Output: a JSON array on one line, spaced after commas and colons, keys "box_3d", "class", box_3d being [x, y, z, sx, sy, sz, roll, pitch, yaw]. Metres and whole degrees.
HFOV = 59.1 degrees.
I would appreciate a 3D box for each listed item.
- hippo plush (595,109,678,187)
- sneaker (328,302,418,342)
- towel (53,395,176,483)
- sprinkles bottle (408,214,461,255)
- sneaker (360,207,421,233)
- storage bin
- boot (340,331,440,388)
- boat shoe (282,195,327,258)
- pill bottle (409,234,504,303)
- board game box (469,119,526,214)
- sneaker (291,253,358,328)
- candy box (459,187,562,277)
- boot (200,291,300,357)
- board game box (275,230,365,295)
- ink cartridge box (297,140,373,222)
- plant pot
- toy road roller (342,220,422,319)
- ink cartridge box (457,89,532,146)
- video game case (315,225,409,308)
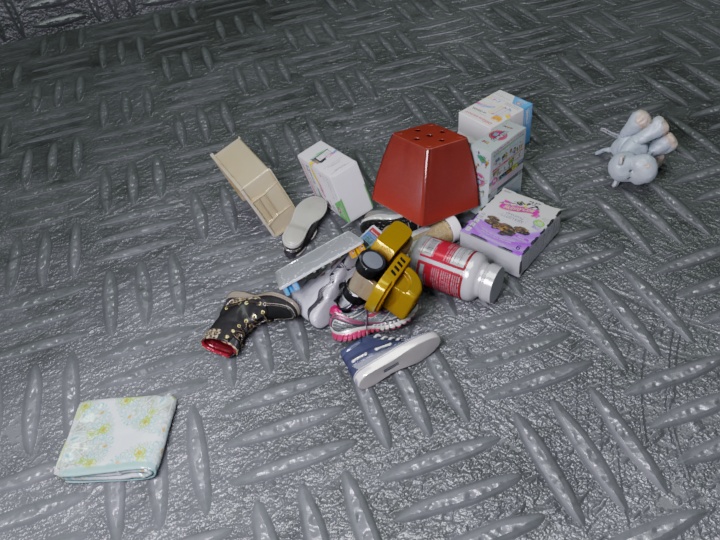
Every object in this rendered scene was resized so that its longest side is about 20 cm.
[{"box_3d": [0.704, -0.310, 1.641, 0.198, 0.160, 0.161, 17, 47, 23], "class": "hippo plush"}, {"box_3d": [0.030, 0.091, 1.356, 0.198, 0.075, 0.081, -17, 14, -11], "class": "sneaker"}, {"box_3d": [-0.469, 0.321, 1.224, 0.198, 0.048, 0.172, -4, 44, 4], "class": "towel"}, {"box_3d": [0.147, -0.069, 1.531, 0.199, 0.069, 0.068, -25, 46, -17], "class": "sprinkles bottle"}, {"box_3d": [0.100, -0.129, 1.601, 0.198, 0.074, 0.080, 1, 39, 9], "class": "sneaker"}, {"box_3d": [-0.271, -0.216, 1.656, 0.093, 0.199, 0.200, -38, 49, -7], "class": "storage bin"}, {"box_3d": [0.060, 0.157, 1.301, 0.199, 0.073, 0.091, -24, 51, -16], "class": "boot"}, {"box_3d": [-0.142, -0.112, 1.623, 0.073, 0.061, 0.201, 18, 49, 6], "class": "boat shoe"}, {"box_3d": [0.214, 0.000, 1.417, 0.199, 0.113, 0.112, 21, 50, 27], "class": "pill bottle"}, {"box_3d": [0.344, -0.253, 1.601, 0.147, 0.201, 0.064, -37, 51, -28], "class": "board game box"}, {"box_3d": [-0.084, 0.026, 1.430, 0.114, 0.075, 0.201, 19, 69, 35], "class": "sneaker"}, {"box_3d": [0.361, -0.096, 1.527, 0.167, 0.072, 0.200, 27, 53, 31], "class": "candy box"}, {"box_3d": [-0.241, 0.117, 1.380, 0.198, 0.074, 0.151, 6, 44, 26], "class": "boot"}, {"box_3d": [-0.091, -0.019, 1.395, 0.199, 0.026, 0.200, -30, 13, -4], "class": "board game box"}, {"box_3d": [-0.067, -0.234, 1.652, 0.084, 0.146, 0.200, -33, 38, -13], "class": "ink cartridge box"}, {"box_3d": [0.163, -0.249, 1.556, 0.199, 0.178, 0.200, -21, 37, -32], "class": "plant pot"}, {"box_3d": [0.068, 0.010, 1.321, 0.145, 0.123, 0.200, 34, 47, 7], "class": "toy road roller"}, {"box_3d": [0.373, -0.403, 1.809, 0.199, 0.126, 0.128, -32, 49, -25], "class": "ink cartridge box"}, {"box_3d": [0.000, 0.000, 1.465, 0.200, 0.017, 0.143, -43, 50, -4], "class": "video game case"}]
